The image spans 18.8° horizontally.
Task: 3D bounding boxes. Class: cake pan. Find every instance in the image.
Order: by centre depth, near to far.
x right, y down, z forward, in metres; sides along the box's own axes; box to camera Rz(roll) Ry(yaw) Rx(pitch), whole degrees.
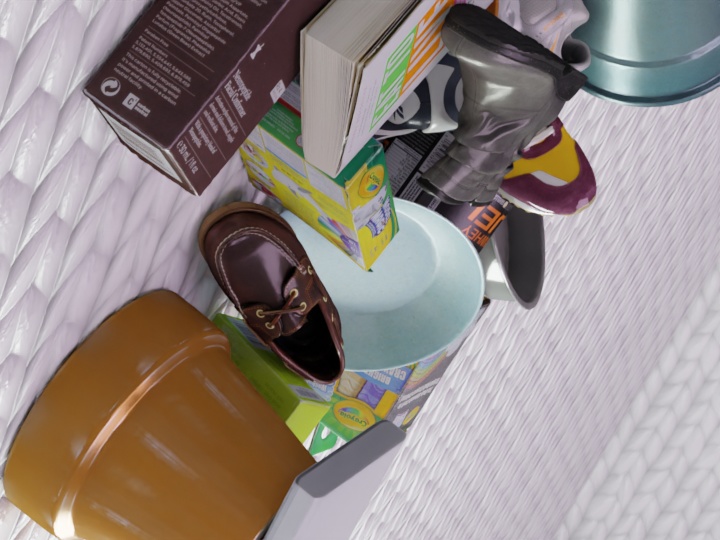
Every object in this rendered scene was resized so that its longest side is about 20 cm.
[{"bbox_3d":[0.126,-0.061,1.989,0.200,0.037,0.201,-9,90,-72],"label":"cake pan"}]

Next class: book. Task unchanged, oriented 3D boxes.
[{"bbox_3d":[0.034,-0.167,1.423,0.200,0.048,0.134,-50,165,-27],"label":"book"}]

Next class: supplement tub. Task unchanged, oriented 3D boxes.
[{"bbox_3d":[0.065,-0.069,1.839,0.200,0.122,0.123,-55,165,4],"label":"supplement tub"}]

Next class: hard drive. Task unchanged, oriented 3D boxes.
[{"bbox_3d":[-0.045,0.210,1.603,0.132,0.027,0.200,-29,152,-55],"label":"hard drive"}]

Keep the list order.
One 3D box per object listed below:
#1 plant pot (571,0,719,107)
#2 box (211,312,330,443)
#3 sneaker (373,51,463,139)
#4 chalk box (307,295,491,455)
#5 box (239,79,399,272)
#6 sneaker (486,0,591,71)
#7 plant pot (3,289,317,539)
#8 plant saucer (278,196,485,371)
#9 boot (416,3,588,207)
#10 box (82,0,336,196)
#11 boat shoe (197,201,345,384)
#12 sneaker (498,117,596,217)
[{"bbox_3d":[0.242,-0.273,1.821,0.200,0.200,0.196,-49,157,-17],"label":"plant pot"},{"bbox_3d":[-0.124,0.149,1.742,0.048,0.122,0.200,18,111,-53],"label":"box"},{"bbox_3d":[0.008,-0.144,1.624,0.199,0.129,0.080,-110,-164,-66],"label":"sneaker"},{"bbox_3d":[0.003,0.079,1.981,0.200,0.124,0.124,-57,166,17],"label":"chalk box"},{"bbox_3d":[-0.032,-0.070,1.564,0.048,0.117,0.200,-49,165,-13],"label":"box"},{"bbox_3d":[0.123,-0.137,1.618,0.092,0.076,0.200,-4,144,-9],"label":"sneaker"},{"bbox_3d":[-0.131,0.147,1.615,0.200,0.183,0.200,-48,164,-19],"label":"plant pot"},{"bbox_3d":[0.000,0.000,1.752,0.039,0.201,0.201,-89,-165,-45],"label":"plant saucer"},{"bbox_3d":[0.082,-0.101,1.480,0.131,0.068,0.200,-56,158,8],"label":"boot"},{"bbox_3d":[-0.074,-0.152,1.345,0.200,0.075,0.100,-53,165,-7],"label":"box"},{"bbox_3d":[-0.059,0.020,1.665,0.070,0.070,0.200,-31,144,6],"label":"boat shoe"},{"bbox_3d":[0.114,-0.129,1.713,0.075,0.200,0.090,-36,161,-20],"label":"sneaker"}]
